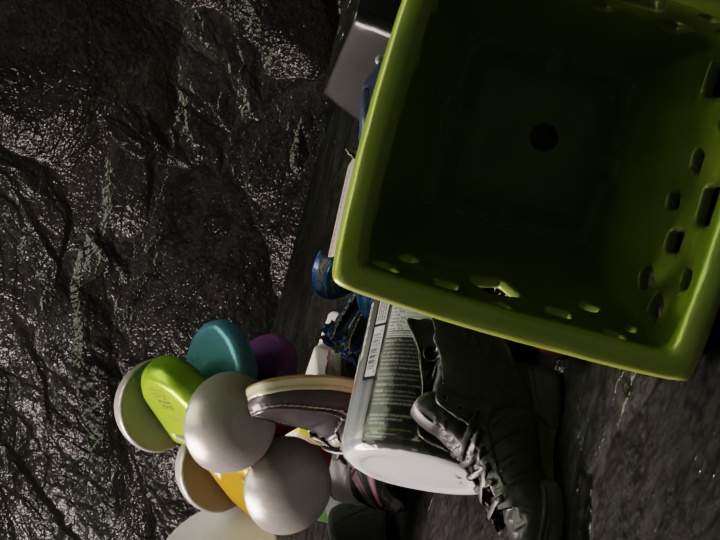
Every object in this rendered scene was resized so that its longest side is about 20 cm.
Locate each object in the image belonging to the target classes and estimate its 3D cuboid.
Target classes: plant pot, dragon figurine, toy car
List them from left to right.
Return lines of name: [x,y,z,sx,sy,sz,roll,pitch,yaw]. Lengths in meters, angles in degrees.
toy car: [-0.101,0.127,1.114,0.175,0.200,0.150,4,49,51]
dragon figurine: [0.000,0.000,1.046,0.099,0.059,0.200,-50,-27,-28]
plant pot: [0.071,-0.240,1.276,0.200,0.177,0.201,121,164,-59]
plant pot: [0.103,-0.070,0.716,0.181,0.199,0.200,-81,7,-83]

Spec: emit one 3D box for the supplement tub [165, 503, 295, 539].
supplement tub: [-0.101,0.329,1.204,0.145,0.144,0.200,-83,-23,-47]

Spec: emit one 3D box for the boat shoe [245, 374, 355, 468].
boat shoe: [0.001,0.127,1.029,0.072,0.199,0.065,-25,58,54]

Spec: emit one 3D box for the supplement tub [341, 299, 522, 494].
supplement tub: [0.062,0.059,0.970,0.123,0.122,0.201,126,159,-67]

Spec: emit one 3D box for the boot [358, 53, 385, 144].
boot: [0.047,-0.179,0.996,0.090,0.073,0.201,-18,47,35]

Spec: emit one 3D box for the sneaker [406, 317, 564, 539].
sneaker: [0.076,0.110,0.839,0.060,0.104,0.200,116,167,-48]

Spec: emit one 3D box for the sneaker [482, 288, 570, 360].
sneaker: [0.087,-0.015,0.874,0.201,0.098,0.071,63,140,39]

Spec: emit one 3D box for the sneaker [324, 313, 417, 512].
sneaker: [0.025,0.131,1.166,0.080,0.086,0.201,-28,-55,-46]

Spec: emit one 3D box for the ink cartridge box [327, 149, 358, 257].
ink cartridge box: [0.051,-0.061,1.250,0.200,0.125,0.129,127,157,-68]

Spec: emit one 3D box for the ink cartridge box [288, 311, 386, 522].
ink cartridge box: [-0.007,0.152,1.266,0.067,0.117,0.201,-96,23,-67]

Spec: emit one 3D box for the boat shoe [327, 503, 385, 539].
boat shoe: [-0.005,0.290,1.178,0.202,0.074,0.065,-95,2,-68]
